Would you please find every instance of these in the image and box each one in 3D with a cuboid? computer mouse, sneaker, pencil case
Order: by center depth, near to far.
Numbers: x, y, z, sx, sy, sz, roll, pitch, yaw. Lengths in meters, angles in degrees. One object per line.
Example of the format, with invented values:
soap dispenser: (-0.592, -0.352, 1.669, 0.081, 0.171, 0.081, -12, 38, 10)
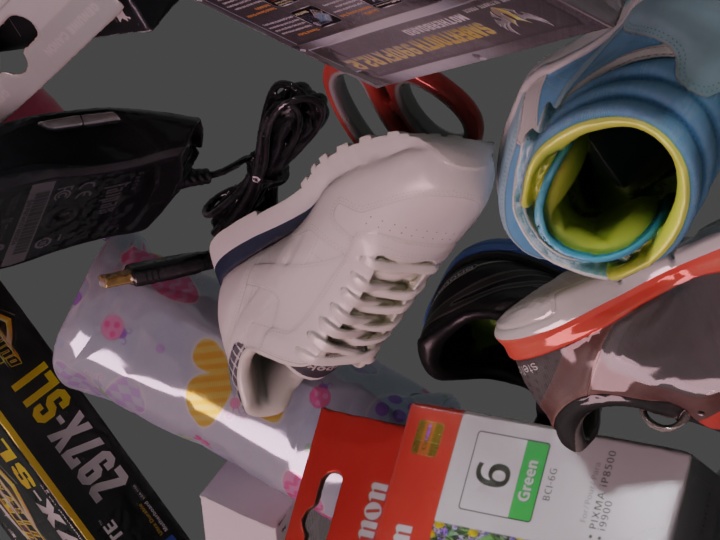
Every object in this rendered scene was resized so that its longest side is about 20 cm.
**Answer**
sneaker: (0.086, -0.035, 1.089, 0.079, 0.131, 0.200, 36, 145, -1)
sneaker: (0.154, 0.020, 1.099, 0.199, 0.077, 0.082, -19, 95, 29)
sneaker: (0.113, 0.038, 1.186, 0.199, 0.083, 0.071, 9, 135, 32)
sneaker: (0.000, 0.000, 1.217, 0.076, 0.081, 0.200, 11, 154, -26)
computer mouse: (-0.119, -0.033, 1.241, 0.046, 0.199, 0.141, 62, 153, 22)
pencil case: (-0.051, 0.057, 1.339, 0.199, 0.084, 0.091, 27, 179, 14)

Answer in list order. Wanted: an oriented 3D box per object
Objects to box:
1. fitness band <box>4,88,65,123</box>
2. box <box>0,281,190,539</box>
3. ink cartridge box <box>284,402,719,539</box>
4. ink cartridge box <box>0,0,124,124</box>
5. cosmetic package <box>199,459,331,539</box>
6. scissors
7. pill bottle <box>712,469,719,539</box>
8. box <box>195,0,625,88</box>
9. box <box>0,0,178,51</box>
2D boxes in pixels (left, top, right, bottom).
fitness band: (-0.211, -0.029, 1.288, 0.037, 0.200, 0.144, 46, 117, 14)
box: (-0.168, 0.101, 1.447, 0.200, 0.049, 0.160, 54, 158, -4)
ink cartridge box: (0.046, 0.118, 1.185, 0.199, 0.110, 0.050, 9, 166, 28)
ink cartridge box: (-0.200, -0.154, 1.147, 0.200, 0.047, 0.160, 39, 144, -13)
cosmetic package: (-0.038, 0.162, 1.446, 0.050, 0.083, 0.201, 20, 140, 20)
scissors: (-0.015, -0.118, 1.178, 0.073, 0.014, 0.200, -8, 126, 46)
pill bottle: (0.222, 0.178, 1.224, 0.113, 0.114, 0.201, 3, 133, 37)
box: (-0.008, -0.131, 1.036, 0.158, 0.049, 0.200, 24, 167, -22)
box: (-0.164, -0.195, 1.163, 0.141, 0.079, 0.201, 0, 129, 44)
